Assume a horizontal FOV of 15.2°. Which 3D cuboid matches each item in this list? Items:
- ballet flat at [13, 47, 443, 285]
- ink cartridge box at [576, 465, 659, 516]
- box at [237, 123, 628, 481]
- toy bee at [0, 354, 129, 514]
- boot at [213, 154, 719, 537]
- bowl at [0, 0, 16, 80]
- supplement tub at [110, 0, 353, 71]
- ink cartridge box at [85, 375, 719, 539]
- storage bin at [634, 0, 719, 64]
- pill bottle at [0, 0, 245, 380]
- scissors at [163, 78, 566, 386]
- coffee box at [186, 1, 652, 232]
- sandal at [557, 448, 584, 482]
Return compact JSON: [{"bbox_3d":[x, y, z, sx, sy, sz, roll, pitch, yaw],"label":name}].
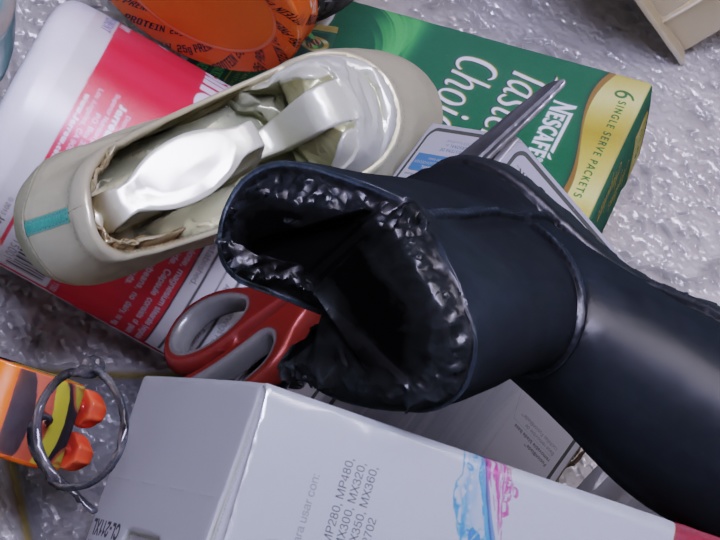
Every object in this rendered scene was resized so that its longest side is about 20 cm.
[{"bbox_3d":[-0.038,-0.045,1.038,0.199,0.070,0.070,-25,69,-31],"label":"ballet flat"},{"bbox_3d":[0.180,0.146,1.109,0.199,0.146,0.084,33,46,-1],"label":"ink cartridge box"},{"bbox_3d":[0.019,0.056,1.050,0.117,0.060,0.200,45,73,-31],"label":"box"},{"bbox_3d":[-0.152,0.053,1.014,0.200,0.131,0.109,41,7,29],"label":"toy bee"},{"bbox_3d":[0.059,0.032,0.902,0.200,0.077,0.168,40,20,17],"label":"boot"},{"bbox_3d":[-0.210,-0.115,1.060,0.201,0.105,0.202,43,32,-36],"label":"bowl"},{"bbox_3d":[-0.028,-0.189,1.118,0.122,0.123,0.201,30,63,-6],"label":"supplement tub"},{"bbox_3d":[0.021,0.104,0.923,0.199,0.146,0.083,20,82,-19],"label":"ink cartridge box"},{"bbox_3d":[0.133,-0.237,1.368,0.201,0.093,0.199,64,11,25],"label":"storage bin"},{"bbox_3d":[-0.062,-0.017,1.121,0.199,0.112,0.113,29,44,-7],"label":"pill bottle"},{"bbox_3d":[0.000,0.000,1.020,0.014,0.199,0.073,48,21,-31],"label":"scissors"},{"bbox_3d":[0.021,-0.065,1.207,0.199,0.044,0.123,18,38,12],"label":"coffee box"},{"bbox_3d":[0.087,0.038,1.185,0.057,0.080,0.202,15,46,-5],"label":"sandal"}]
